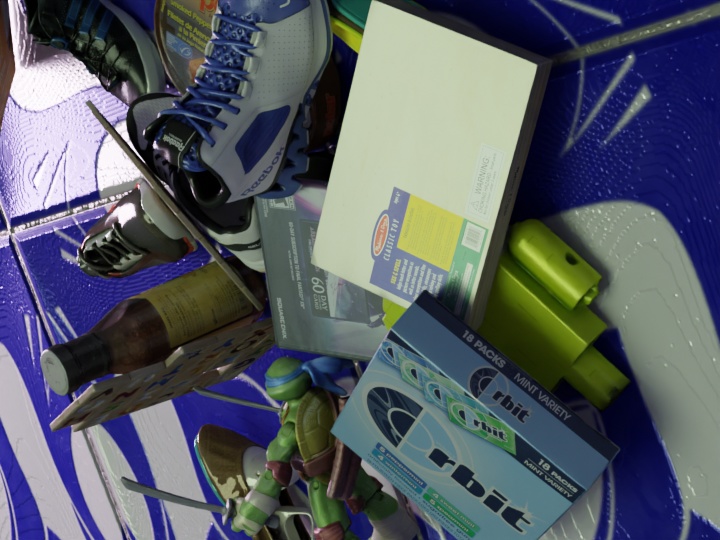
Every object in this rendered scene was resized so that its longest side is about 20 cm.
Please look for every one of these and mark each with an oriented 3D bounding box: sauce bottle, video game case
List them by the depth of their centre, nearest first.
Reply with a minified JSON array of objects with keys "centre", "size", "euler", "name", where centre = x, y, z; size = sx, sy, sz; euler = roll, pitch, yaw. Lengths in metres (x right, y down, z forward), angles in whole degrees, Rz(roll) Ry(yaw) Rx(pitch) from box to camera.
[{"centre":[0.014,0.005,1.438],"size":[0.199,0.019,0.143],"euler":[8,118,31],"name":"video game case"},{"centre":[-0.172,0.047,1.597],"size":[0.066,0.200,0.066],"euler":[27,128,41],"name":"sauce bottle"}]

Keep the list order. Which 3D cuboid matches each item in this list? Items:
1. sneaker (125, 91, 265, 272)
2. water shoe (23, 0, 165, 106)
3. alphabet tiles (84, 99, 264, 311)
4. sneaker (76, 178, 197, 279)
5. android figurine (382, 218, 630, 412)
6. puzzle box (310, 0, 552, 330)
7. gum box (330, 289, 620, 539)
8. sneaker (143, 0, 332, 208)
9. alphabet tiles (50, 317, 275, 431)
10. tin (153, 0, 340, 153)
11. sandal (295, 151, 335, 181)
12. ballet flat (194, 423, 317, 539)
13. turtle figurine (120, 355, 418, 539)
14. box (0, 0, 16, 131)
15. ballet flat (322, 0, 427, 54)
[{"centre":[-0.126,-0.086,1.537],"size":[0.200,0.076,0.088],"euler":[43,-177,27],"name":"sneaker"},{"centre":[-0.246,-0.203,1.648],"size":[0.200,0.079,0.072],"euler":[51,143,19],"name":"water shoe"},{"centre":[-0.163,-0.065,1.582],"size":[0.200,0.008,0.167],"euler":[47,177,47],"name":"alphabet tiles"},{"centre":[-0.200,-0.020,1.655],"size":[0.077,0.082,0.200],"euler":[51,163,-4],"name":"sneaker"},{"centre":[0.094,0.039,1.361],"size":[0.200,0.041,0.182],"euler":[42,132,13],"name":"android figurine"},{"centre":[0.045,-0.071,1.307],"size":[0.133,0.025,0.201],"euler":[25,115,25],"name":"puzzle box"},{"centre":[0.074,0.120,1.357],"size":[0.170,0.045,0.200],"euler":[40,152,6],"name":"gum box"},{"centre":[-0.089,-0.123,1.352],"size":[0.080,0.115,0.200],"euler":[27,127,31],"name":"sneaker"},{"centre":[-0.151,0.085,1.581],"size":[0.167,0.200,0.008],"euler":[-39,73,53],"name":"alphabet tiles"},{"centre":[-0.089,-0.164,1.508],"size":[0.200,0.042,0.112],"euler":[36,139,35],"name":"tin"},{"centre":[0.000,0.000,1.482],"size":[0.075,0.045,0.201],"euler":[-28,87,55],"name":"sandal"},{"centre":[-0.072,0.215,1.693],"size":[0.072,0.068,0.201],"euler":[-28,87,34],"name":"ballet flat"},{"centre":[-0.056,0.167,1.553],"size":[0.194,0.200,0.144],"euler":[58,-174,-14],"name":"turtle figurine"},{"centre":[-0.375,-0.238,1.713],"size":[0.152,0.106,0.201],"euler":[-95,4,-60],"name":"box"},{"centre":[-0.015,-0.195,1.379],"size":[0.200,0.067,0.067],"euler":[43,162,26],"name":"ballet flat"}]
